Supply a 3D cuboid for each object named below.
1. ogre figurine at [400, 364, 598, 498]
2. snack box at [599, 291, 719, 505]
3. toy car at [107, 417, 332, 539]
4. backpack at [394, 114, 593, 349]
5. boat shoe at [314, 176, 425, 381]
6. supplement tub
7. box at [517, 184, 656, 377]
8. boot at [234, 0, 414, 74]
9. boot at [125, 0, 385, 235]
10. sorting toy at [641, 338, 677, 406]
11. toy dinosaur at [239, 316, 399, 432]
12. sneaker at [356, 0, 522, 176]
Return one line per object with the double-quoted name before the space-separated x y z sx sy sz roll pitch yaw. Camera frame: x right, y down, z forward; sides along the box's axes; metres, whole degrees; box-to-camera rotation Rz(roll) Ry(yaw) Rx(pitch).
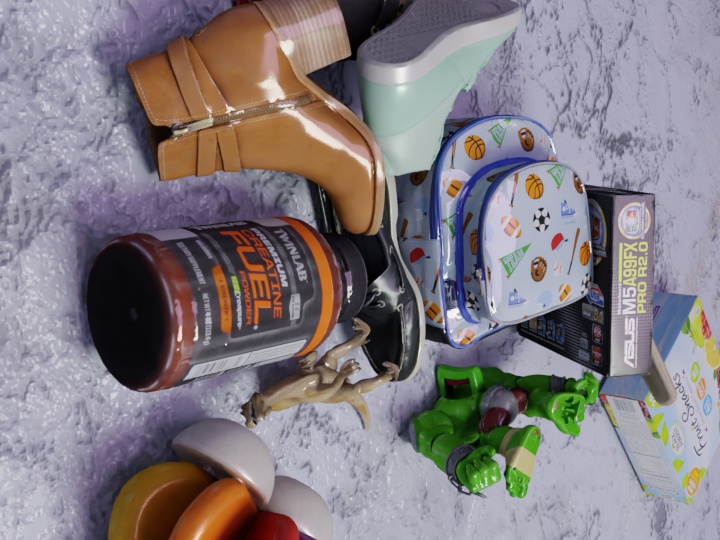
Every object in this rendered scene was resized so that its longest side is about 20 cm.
"ogre figurine" 0.126 0.137 1.009 0.200 0.119 0.099 -48 131 -30
"snack box" 0.379 0.156 1.322 0.169 0.067 0.201 -53 128 -29
"toy car" -0.083 0.217 0.772 0.200 0.149 0.176 51 59 -38
"backpack" 0.107 -0.041 0.953 0.199 0.153 0.192 -17 98 -42
"boat shoe" 0.002 0.000 0.887 0.066 0.074 0.201 -18 105 -50
"supplement tub" -0.086 0.017 0.775 0.199 0.106 0.108 -11 103 -46
"box" 0.207 0.000 1.027 0.044 0.200 0.162 -3 99 -15
"boot" -0.028 -0.247 0.830 0.150 0.073 0.202 -32 126 -40
"boot" -0.069 -0.089 0.777 0.154 0.077 0.201 -25 128 -13
"sorting toy" 0.256 0.022 1.111 0.036 0.186 0.201 -24 134 6
"toy dinosaur" -0.024 0.089 0.873 0.200 0.101 0.059 12 47 -60
"sneaker" 0.059 -0.151 0.877 0.200 0.073 0.119 -38 144 -41
